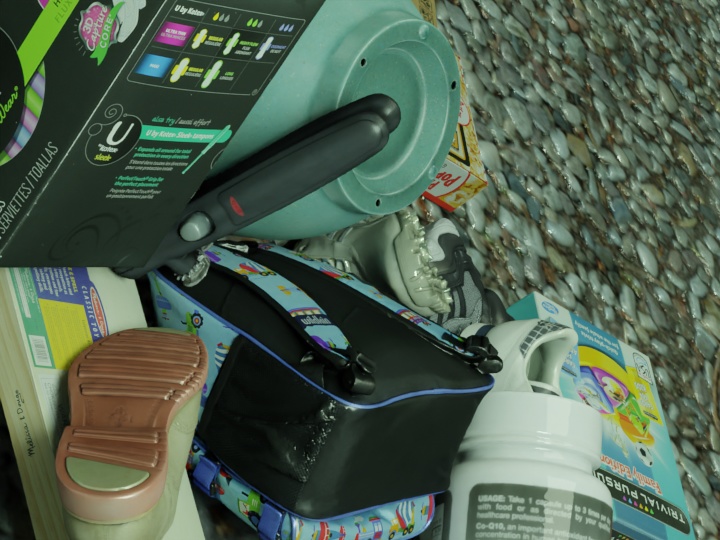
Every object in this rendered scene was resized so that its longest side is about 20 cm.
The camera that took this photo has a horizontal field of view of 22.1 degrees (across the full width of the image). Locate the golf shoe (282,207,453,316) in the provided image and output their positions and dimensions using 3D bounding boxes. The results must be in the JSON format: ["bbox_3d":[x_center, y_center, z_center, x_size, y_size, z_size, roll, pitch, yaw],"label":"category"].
[{"bbox_3d":[0.000,0.000,1.234,0.200,0.097,0.078,-134,-159,-75],"label":"golf shoe"}]

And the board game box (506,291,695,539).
[{"bbox_3d":[0.187,0.132,1.458,0.151,0.047,0.200,28,39,-37],"label":"board game box"}]

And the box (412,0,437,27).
[{"bbox_3d":[0.003,-0.206,1.472,0.163,0.021,0.200,33,35,-30],"label":"box"}]

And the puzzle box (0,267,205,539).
[{"bbox_3d":[-0.148,0.078,1.013,0.133,0.025,0.200,13,57,-64],"label":"puzzle box"}]

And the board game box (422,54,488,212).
[{"bbox_3d":[0.012,-0.153,1.500,0.200,0.046,0.152,28,39,-37],"label":"board game box"}]

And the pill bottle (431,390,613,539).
[{"bbox_3d":[0.100,0.184,1.156,0.114,0.114,0.200,23,65,-41],"label":"pill bottle"}]

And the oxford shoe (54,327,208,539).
[{"bbox_3d":[-0.122,0.093,0.966,0.071,0.074,0.200,5,25,5],"label":"oxford shoe"}]

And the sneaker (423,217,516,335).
[{"bbox_3d":[0.058,0.047,1.335,0.114,0.075,0.200,48,31,-12],"label":"sneaker"}]

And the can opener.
[{"bbox_3d":[-0.065,-0.047,1.028,0.079,0.200,0.063,56,33,-24],"label":"can opener"}]

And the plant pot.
[{"bbox_3d":[-0.025,-0.105,1.117,0.200,0.134,0.200,-23,122,-43],"label":"plant pot"}]

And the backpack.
[{"bbox_3d":[-0.046,0.065,1.116,0.200,0.135,0.183,31,19,29],"label":"backpack"}]

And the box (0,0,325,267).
[{"bbox_3d":[-0.143,-0.121,0.972,0.149,0.200,0.124,47,25,25],"label":"box"}]

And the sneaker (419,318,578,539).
[{"bbox_3d":[0.097,0.126,1.259,0.076,0.080,0.200,33,61,-49],"label":"sneaker"}]
